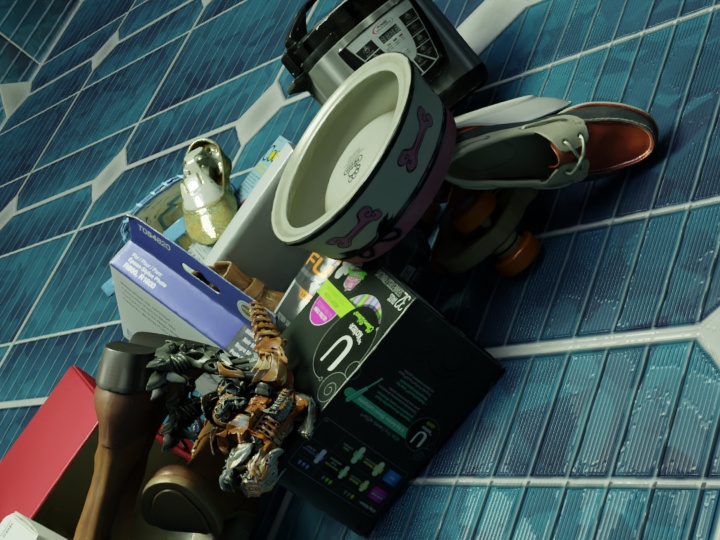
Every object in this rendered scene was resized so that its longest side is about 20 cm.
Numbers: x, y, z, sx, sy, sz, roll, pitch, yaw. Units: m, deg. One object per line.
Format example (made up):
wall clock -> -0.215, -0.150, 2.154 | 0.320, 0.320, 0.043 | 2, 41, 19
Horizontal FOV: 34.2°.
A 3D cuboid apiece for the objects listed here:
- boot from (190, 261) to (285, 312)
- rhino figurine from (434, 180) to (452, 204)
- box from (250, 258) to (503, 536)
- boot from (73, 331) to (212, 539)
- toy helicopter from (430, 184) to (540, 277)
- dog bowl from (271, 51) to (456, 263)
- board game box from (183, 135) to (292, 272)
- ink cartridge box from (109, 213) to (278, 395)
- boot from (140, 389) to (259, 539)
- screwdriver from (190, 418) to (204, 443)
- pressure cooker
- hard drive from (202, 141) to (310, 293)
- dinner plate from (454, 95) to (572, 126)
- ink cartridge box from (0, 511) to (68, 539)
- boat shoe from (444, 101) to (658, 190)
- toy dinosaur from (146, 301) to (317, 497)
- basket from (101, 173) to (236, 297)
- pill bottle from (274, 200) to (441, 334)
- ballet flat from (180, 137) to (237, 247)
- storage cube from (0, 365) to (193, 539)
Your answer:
boot -> -0.146, 0.062, 1.288 | 0.200, 0.155, 0.074 | -28, 37, 37
rhino figurine -> 0.029, -0.065, 1.251 | 0.200, 0.087, 0.060 | -26, 40, 26
box -> -0.002, 0.105, 1.061 | 0.200, 0.124, 0.149 | -51, 29, 3
boot -> -0.196, 0.162, 1.074 | 0.188, 0.068, 0.200 | -28, -51, -82
toy helicopter -> 0.130, -0.070, 1.153 | 0.132, 0.079, 0.200 | -27, 25, 52
dog bowl -> 0.007, -0.094, 1.056 | 0.200, 0.074, 0.200 | -42, 29, 30
board game box -> -0.108, -0.046, 1.412 | 0.200, 0.103, 0.105 | -51, 28, 1
ink cartridge box -> -0.172, 0.059, 1.206 | 0.041, 0.200, 0.200 | -46, -20, -29
boot -> -0.141, 0.177, 1.105 | 0.074, 0.200, 0.155 | 5, 62, 12
screwdriver -> -0.172, 0.160, 1.236 | 0.028, 0.029, 0.200 | -37, -15, -14
pressure cooker -> 0.019, -0.235, 1.301 | 0.179, 0.200, 0.176 | -39, 1, 34
hard drive -> -0.085, -0.038, 1.307 | 0.200, 0.132, 0.027 | -53, 43, 18
dinner plate -> 0.113, -0.145, 1.174 | 0.200, 0.024, 0.200 | -18, 9, 3
ink cartridge box -> -0.279, 0.343, 1.107 | 0.083, 0.200, 0.147 | 9, 64, 57
boat shoe -> 0.167, -0.106, 1.042 | 0.200, 0.071, 0.063 | -4, 21, 6
toy dinosaur -> -0.102, 0.108, 0.993 | 0.136, 0.102, 0.200 | -1, 21, 4
basket -> -0.234, -0.046, 1.531 | 0.176, 0.139, 0.200 | -34, 0, 29
pill bottle -> 0.000, 0.000, 1.173 | 0.200, 0.106, 0.106 | -58, 28, 6
ballet flat -> -0.188, -0.100, 1.405 | 0.071, 0.071, 0.200 | -41, 28, 18
storage cube -> -0.274, 0.234, 1.261 | 0.200, 0.171, 0.180 | -56, 27, -6
